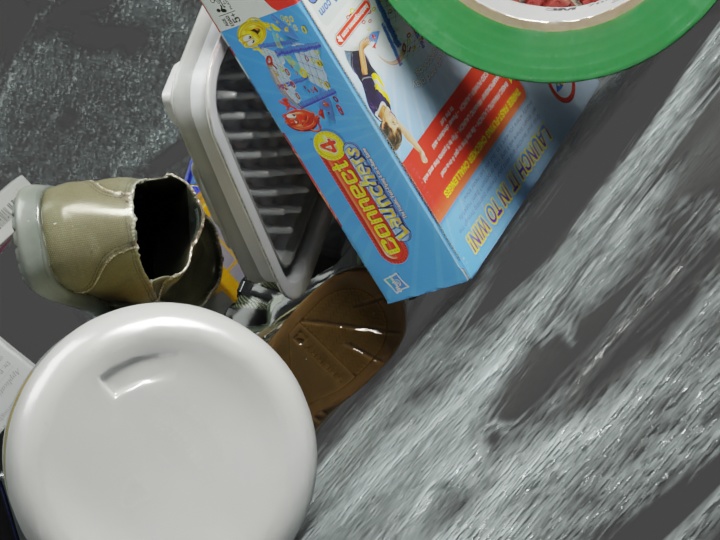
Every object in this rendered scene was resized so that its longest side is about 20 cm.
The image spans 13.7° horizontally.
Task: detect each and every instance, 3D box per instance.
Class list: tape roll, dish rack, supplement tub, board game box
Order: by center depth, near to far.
[{"bbox_3d":[-0.101,0.090,1.452,0.144,0.144,0.200,-51,4,-6],"label":"supplement tub"},{"bbox_3d":[0.094,-0.194,1.460,0.200,0.200,0.048,-49,4,15],"label":"tape roll"},{"bbox_3d":[0.025,-0.120,1.555,0.056,0.196,0.200,-17,24,36],"label":"board game box"},{"bbox_3d":[-0.048,-0.103,1.584,0.172,0.043,0.200,69,-150,-45],"label":"dish rack"}]

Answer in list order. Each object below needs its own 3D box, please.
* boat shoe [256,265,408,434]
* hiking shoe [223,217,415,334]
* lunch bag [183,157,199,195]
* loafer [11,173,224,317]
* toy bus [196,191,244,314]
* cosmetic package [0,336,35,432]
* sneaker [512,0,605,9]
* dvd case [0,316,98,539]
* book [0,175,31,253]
[{"bbox_3d":[-0.048,0.071,1.620,0.200,0.073,0.063,-38,2,16],"label":"boat shoe"},{"bbox_3d":[-0.032,0.003,1.693,0.200,0.076,0.101,-41,50,20],"label":"hiking shoe"},{"bbox_3d":[-0.053,-0.145,2.052,0.151,0.094,0.200,9,-95,-80],"label":"lunch bag"},{"bbox_3d":[-0.107,-0.009,1.518,0.070,0.075,0.200,-9,-4,18],"label":"loafer"},{"bbox_3d":[-0.075,-0.022,1.848,0.065,0.078,0.200,-31,15,49],"label":"toy bus"},{"bbox_3d":[-0.210,0.125,1.916,0.101,0.200,0.071,-51,4,-9],"label":"cosmetic package"},{"bbox_3d":[0.159,-0.171,1.529,0.200,0.078,0.082,-40,2,12],"label":"sneaker"},{"bbox_3d":[-0.144,0.128,1.647,0.150,0.025,0.200,-53,-31,-37],"label":"dvd case"},{"bbox_3d":[-0.275,0.019,1.898,0.134,0.048,0.200,-45,4,19],"label":"book"}]
